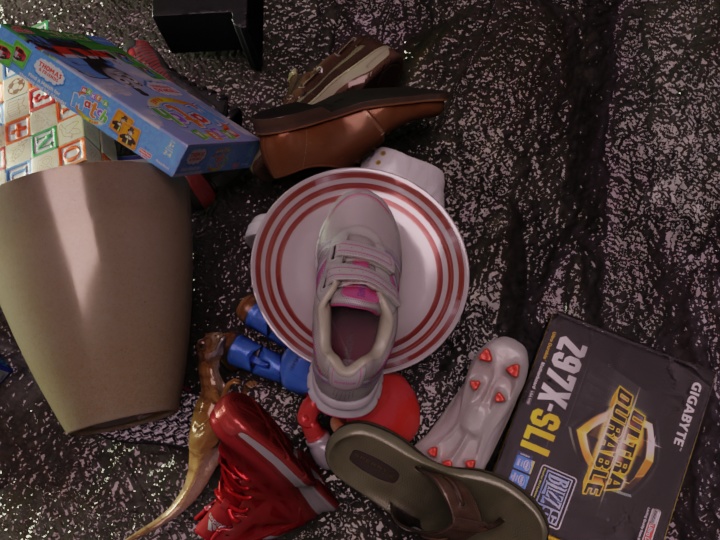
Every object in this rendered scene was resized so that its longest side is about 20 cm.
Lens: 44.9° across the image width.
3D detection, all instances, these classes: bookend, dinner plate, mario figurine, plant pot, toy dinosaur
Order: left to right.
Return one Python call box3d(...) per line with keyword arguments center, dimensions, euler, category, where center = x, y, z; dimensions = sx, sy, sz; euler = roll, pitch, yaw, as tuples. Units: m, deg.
box3d(center=(-0.223, 0.034, 0.752), dimensions=(0.187, 0.187, 0.200), euler=(-13, 78, -1), category="plant pot")
box3d(center=(-0.207, -0.321, 0.940), dimensions=(0.198, 0.092, 0.200), euler=(-3, 74, 3), category="bookend")
box3d(center=(-0.135, 0.158, 0.794), dimensions=(0.106, 0.060, 0.200), euler=(11, 82, 7), category="toy dinosaur")
box3d(center=(-0.032, 0.103, 0.825), dimensions=(0.200, 0.124, 0.106), euler=(30, 35, 18), category="mario figurine")
box3d(center=(0.000, 0.000, 0.797), dimensions=(0.200, 0.024, 0.200), euler=(2, 69, -6), category="dinner plate")

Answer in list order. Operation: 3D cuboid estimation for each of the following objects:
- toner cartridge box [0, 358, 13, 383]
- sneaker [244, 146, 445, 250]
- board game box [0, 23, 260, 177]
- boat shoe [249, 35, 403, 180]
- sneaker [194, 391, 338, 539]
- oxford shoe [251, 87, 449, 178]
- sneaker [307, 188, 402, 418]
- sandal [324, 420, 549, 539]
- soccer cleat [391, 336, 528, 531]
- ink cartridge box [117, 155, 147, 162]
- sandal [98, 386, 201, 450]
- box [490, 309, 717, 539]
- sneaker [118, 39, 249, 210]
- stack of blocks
box3d(center=(-0.450, 0.068, 0.857), dimensions=(0.200, 0.043, 0.095), euler=(38, 77, 12), category="toner cartridge box")
box3d(center=(-0.012, -0.066, 0.869), dimensions=(0.200, 0.074, 0.116), euler=(3, 71, -6), category="sneaker")
box3d(center=(-0.205, -0.153, 0.788), dimensions=(0.200, 0.151, 0.037), euler=(34, 108, 9), category="board game box")
box3d(center=(-0.049, -0.172, 0.902), dimensions=(0.202, 0.075, 0.075), euler=(-40, 67, -21), category="boat shoe")
box3d(center=(-0.100, 0.187, 0.730), dimensions=(0.115, 0.200, 0.078), euler=(-36, 47, -4), category="sneaker")
box3d(center=(-0.005, -0.136, 0.841), dimensions=(0.200, 0.071, 0.071), euler=(-17, 111, -18), category="oxford shoe")
box3d(center=(0.001, 0.018, 0.731), dimensions=(0.081, 0.088, 0.200), euler=(4, 70, -6), category="sneaker")
box3d(center=(0.059, 0.196, 0.732), dimensions=(0.201, 0.057, 0.080), euler=(23, 108, 4), category="sandal")
box3d(center=(0.096, 0.152, 0.799), dimensions=(0.069, 0.078, 0.200), euler=(32, 97, 18), category="soccer cleat")
box3d(center=(-0.248, -0.016, 0.877), dimensions=(0.099, 0.039, 0.200), euler=(-3, 74, 2), category="ink cartridge box")
box3d(center=(-0.185, 0.136, 0.831), dimensions=(0.200, 0.045, 0.075), euler=(19, 80, -7), category="sandal")
box3d(center=(0.216, 0.157, 0.799), dimensions=(0.160, 0.049, 0.200), euler=(22, 75, 11), category="box")
box3d(center=(-0.178, -0.163, 0.902), dimensions=(0.098, 0.071, 0.201), euler=(-29, 76, -6), category="sneaker")
box3d(center=(-0.317, -0.154, 0.879), dimensions=(0.115, 0.059, 0.200), euler=(-21, 60, 9), category="stack of blocks")
